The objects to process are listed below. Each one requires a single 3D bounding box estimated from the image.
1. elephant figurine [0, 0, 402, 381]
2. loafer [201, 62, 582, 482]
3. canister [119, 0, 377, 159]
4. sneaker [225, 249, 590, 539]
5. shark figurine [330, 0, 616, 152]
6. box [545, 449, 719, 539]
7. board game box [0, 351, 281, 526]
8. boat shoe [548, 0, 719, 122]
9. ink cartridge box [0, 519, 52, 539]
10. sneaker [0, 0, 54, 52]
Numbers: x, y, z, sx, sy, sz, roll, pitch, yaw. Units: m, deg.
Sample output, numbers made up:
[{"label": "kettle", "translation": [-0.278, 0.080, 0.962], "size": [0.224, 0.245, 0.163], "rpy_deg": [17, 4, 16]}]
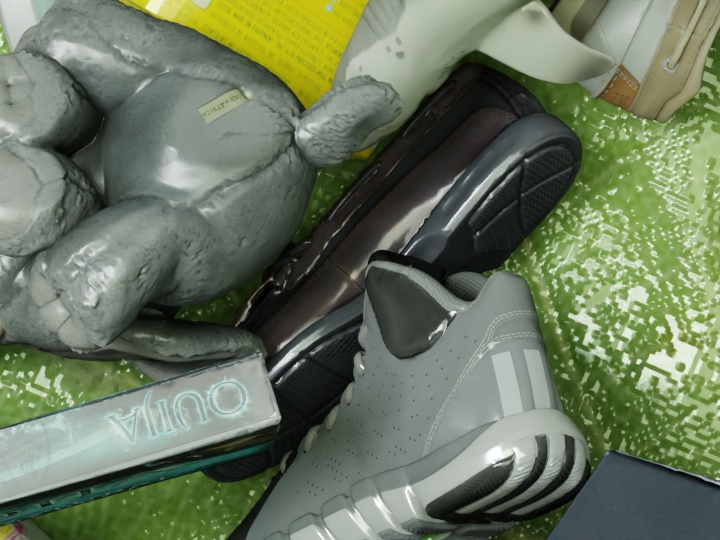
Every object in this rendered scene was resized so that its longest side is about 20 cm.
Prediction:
[{"label": "elephant figurine", "translation": [-0.094, -0.012, 1.072], "size": [0.155, 0.200, 0.142], "rpy_deg": [32, 66, 8]}, {"label": "loafer", "translation": [0.000, 0.000, 1.121], "size": [0.200, 0.072, 0.063], "rpy_deg": [-43, 60, 2]}, {"label": "canister", "translation": [-0.001, -0.161, 1.090], "size": [0.148, 0.086, 0.201], "rpy_deg": [32, 90, -37]}, {"label": "sneaker", "translation": [0.009, 0.056, 1.068], "size": [0.075, 0.200, 0.116], "rpy_deg": [8, 64, -40]}, {"label": "shark figurine", "translation": [0.080, -0.129, 1.043], "size": [0.213, 0.128, 0.090], "rpy_deg": [-14, 44, 5]}, {"label": "box", "translation": [0.111, 0.210, 0.985], "size": [0.124, 0.197, 0.200], "rpy_deg": [18, 59, 37]}, {"label": "board game box", "translation": [-0.128, 0.075, 0.999], "size": [0.199, 0.135, 0.028], "rpy_deg": [-16, 84, -5]}, {"label": "boat shoe", "translation": [0.151, -0.152, 1.120], "size": [0.068, 0.075, 0.200], "rpy_deg": [35, 97, -2]}, {"label": "ink cartridge box", "translation": [-0.185, 0.148, 1.101], "size": [0.200, 0.088, 0.145], "rpy_deg": [43, 88, 1]}, {"label": "sneaker", "translation": [-0.085, -0.163, 1.116], "size": [0.117, 0.074, 0.202], "rpy_deg": [0, 85, 7]}]
